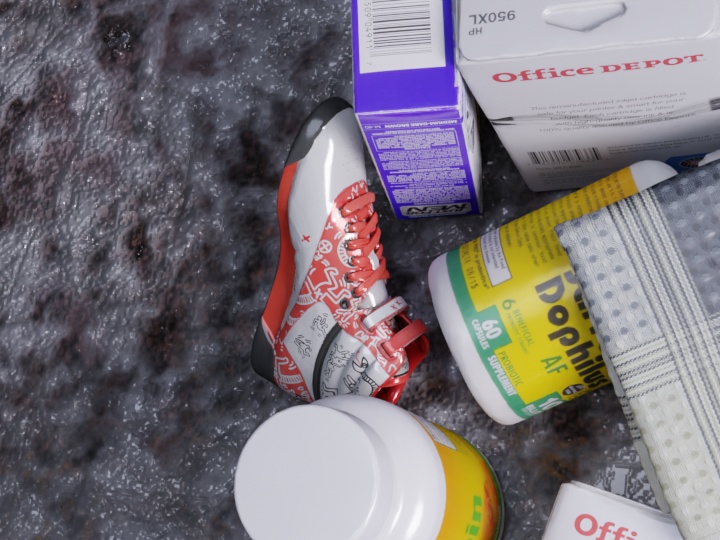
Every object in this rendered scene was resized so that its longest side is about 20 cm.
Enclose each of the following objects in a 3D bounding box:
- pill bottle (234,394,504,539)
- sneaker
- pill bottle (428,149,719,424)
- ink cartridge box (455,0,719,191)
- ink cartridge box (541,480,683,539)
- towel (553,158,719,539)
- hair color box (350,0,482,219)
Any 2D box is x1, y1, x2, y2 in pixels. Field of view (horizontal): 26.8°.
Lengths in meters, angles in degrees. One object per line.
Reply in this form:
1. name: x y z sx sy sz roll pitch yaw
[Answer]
1. pill bottle: 0.006 0.132 0.867 0.110 0.200 0.112 -5 75 20
2. sneaker: 0.000 0.000 0.941 0.108 0.067 0.202 26 119 25
3. pill bottle: 0.150 0.004 0.892 0.199 0.113 0.113 -25 69 13
4. ink cartridge box: 0.147 -0.122 0.872 0.144 0.200 0.085 -4 72 17
5. ink cartridge box: 0.155 0.238 0.847 0.146 0.086 0.201 18 82 23
6. towel: 0.225 0.034 0.803 0.192 0.035 0.201 -22 81 10
7. hair color box: 0.037 -0.111 0.913 0.064 0.200 0.110 -3 76 6
